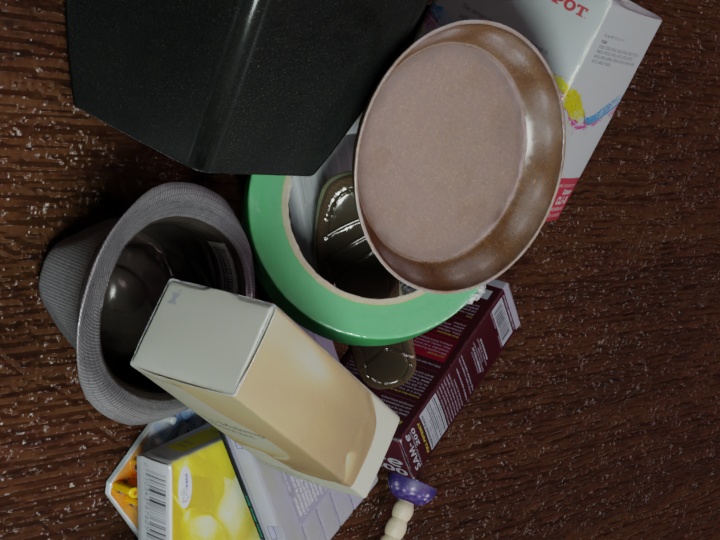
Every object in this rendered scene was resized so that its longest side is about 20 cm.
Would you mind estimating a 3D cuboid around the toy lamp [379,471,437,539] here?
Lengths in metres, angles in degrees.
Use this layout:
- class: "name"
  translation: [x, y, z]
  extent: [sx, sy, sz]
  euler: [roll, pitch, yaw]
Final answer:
- class: "toy lamp"
  translation: [0.015, 0.298, 1.569]
  extent: [0.058, 0.058, 0.202]
  euler: [37, 70, -54]

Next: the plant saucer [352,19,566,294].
- class: "plant saucer"
  translation: [0.068, -0.084, 1.183]
  extent: [0.199, 0.034, 0.202]
  euler: [-10, 108, -34]

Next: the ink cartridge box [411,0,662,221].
- class: "ink cartridge box"
  translation: [0.131, -0.163, 1.349]
  extent: [0.144, 0.145, 0.201]
  euler: [-4, 125, -62]

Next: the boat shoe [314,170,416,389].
- class: "boat shoe"
  translation: [0.000, 0.000, 1.349]
  extent: [0.076, 0.071, 0.202]
  euler: [-101, -179, -60]

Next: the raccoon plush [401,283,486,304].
- class: "raccoon plush"
  translation: [0.054, 0.008, 1.392]
  extent: [0.201, 0.096, 0.135]
  euler: [-93, -179, -54]

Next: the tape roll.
- class: "tape roll"
  translation: [0.008, -0.044, 1.246]
  extent: [0.202, 0.199, 0.048]
  euler: [-66, -173, -13]

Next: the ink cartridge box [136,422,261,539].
- class: "ink cartridge box"
  translation: [-0.102, 0.215, 1.332]
  extent: [0.199, 0.047, 0.200]
  euler: [-20, 117, -48]

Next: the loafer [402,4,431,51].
- class: "loafer"
  translation: [0.050, -0.189, 1.413]
  extent: [0.199, 0.072, 0.073]
  euler: [10, 87, -56]

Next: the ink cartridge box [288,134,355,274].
- class: "ink cartridge box"
  translation: [-0.029, -0.081, 1.389]
  extent: [0.200, 0.047, 0.161]
  euler: [-59, 146, -51]

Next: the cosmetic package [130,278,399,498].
- class: "cosmetic package"
  translation: [-0.065, 0.088, 1.166]
  extent: [0.200, 0.105, 0.072]
  euler: [44, 65, -50]

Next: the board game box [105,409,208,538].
- class: "board game box"
  translation: [-0.111, 0.164, 1.362]
  extent: [0.201, 0.026, 0.201]
  euler: [-55, 141, -27]

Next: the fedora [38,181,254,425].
- class: "fedora"
  translation: [-0.165, 0.017, 1.171]
  extent: [0.199, 0.090, 0.179]
  euler: [7, 97, -57]

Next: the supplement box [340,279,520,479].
- class: "supplement box"
  translation: [0.052, 0.087, 1.495]
  extent: [0.200, 0.108, 0.061]
  euler: [-52, 140, -29]

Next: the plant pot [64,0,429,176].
- class: "plant pot"
  translation: [-0.093, -0.173, 1.130]
  extent: [0.199, 0.199, 0.179]
  euler: [-2, 116, -55]

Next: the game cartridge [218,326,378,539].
- class: "game cartridge"
  translation: [-0.054, 0.134, 1.311]
  extent: [0.130, 0.038, 0.201]
  euler: [-43, 129, -36]
